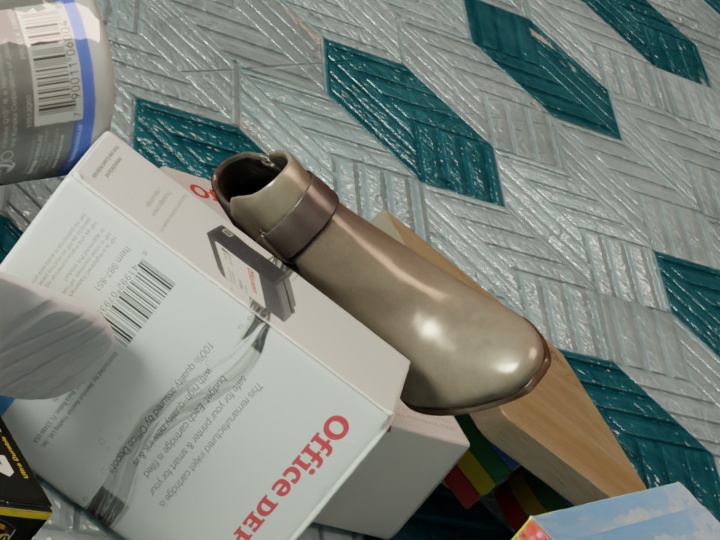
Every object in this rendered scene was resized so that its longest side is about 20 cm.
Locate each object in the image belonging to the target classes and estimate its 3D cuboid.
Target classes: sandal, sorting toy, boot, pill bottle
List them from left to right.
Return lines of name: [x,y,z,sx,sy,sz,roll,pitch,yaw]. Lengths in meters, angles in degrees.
pill bottle: [-0.235,-0.090,1.401,0.200,0.114,0.114,-10,48,-29]
sandal: [-0.204,0.009,1.298,0.207,0.079,0.059,26,23,-49]
boot: [0.000,0.000,1.458,0.146,0.070,0.200,49,-21,-24]
sorting toy: [0.081,0.088,1.685,0.200,0.070,0.199,38,15,-41]

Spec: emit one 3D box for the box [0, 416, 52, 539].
box: [-0.252,0.050,1.298,0.160,0.049,0.200,16,31,-49]

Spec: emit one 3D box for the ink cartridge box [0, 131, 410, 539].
ink cartridge box: [-0.097,0.051,1.407,0.200,0.145,0.084,37,21,-5]

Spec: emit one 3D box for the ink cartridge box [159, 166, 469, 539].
ink cartridge box: [-0.050,0.045,1.579,0.146,0.083,0.200,17,31,-43]

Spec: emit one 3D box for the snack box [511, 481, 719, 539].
snack box: [0.079,0.199,1.325,0.068,0.200,0.169,48,24,20]
